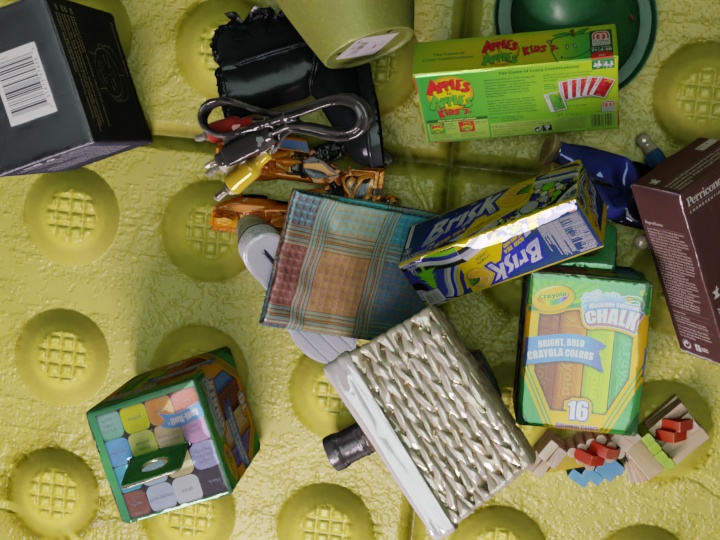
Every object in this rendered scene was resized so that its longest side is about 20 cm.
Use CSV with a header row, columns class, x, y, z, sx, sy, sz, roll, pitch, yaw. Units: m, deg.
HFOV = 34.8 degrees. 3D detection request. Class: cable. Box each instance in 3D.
class,x,y,z,sx,sy,sz,roll,pitch,yaw
cable,-0.084,-0.146,1.153,0.199,0.050,0.098,-20,91,18

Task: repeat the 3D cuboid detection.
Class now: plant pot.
class,x,y,z,sx,sy,sz,roll,pitch,yaw
plant pot,-0.024,-0.306,1.115,0.186,0.187,0.202,-19,85,8

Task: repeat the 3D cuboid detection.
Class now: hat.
class,x,y,z,sx,sy,sz,roll,pitch,yaw
hat,0.208,-0.262,1.116,0.165,0.176,0.200,-39,92,9

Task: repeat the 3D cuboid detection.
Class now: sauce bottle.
class,x,y,z,sx,sy,sz,roll,pitch,yaw
sauce bottle,0.054,0.156,1.240,0.199,0.065,0.065,-29,93,9

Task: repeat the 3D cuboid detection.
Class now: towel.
class,x,y,z,sx,sy,sz,roll,pitch,yaw
towel,0.000,0.000,1.190,0.199,0.022,0.148,9,100,-33

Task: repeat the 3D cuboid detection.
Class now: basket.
class,x,y,z,sx,sy,sz,roll,pitch,yaw
basket,0.074,0.142,1.136,0.123,0.136,0.201,-35,82,5

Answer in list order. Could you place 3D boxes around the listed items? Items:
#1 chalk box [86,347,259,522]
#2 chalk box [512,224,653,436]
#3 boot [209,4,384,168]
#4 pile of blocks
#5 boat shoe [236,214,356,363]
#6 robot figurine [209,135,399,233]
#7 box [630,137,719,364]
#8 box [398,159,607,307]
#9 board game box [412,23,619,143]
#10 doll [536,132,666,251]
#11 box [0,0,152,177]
class,x,y,z,sx,sy,sz,roll,pitch,yaw
chalk box,-0.195,0.172,1.190,0.124,0.200,0.125,-17,95,7
chalk box,0.226,0.053,1.179,0.124,0.124,0.202,4,97,5
boot,-0.066,-0.187,1.189,0.161,0.073,0.200,-11,76,1
pile of blocks,0.274,0.198,1.223,0.198,0.062,0.083,-16,95,8
boat shoe,-0.065,0.017,1.215,0.072,0.062,0.201,-30,125,2
robot figurine,-0.058,-0.079,1.225,0.198,0.058,0.146,6,100,5
box,0.350,-0.019,1.137,0.100,0.075,0.201,-33,114,-19
box,0.140,-0.033,1.137,0.199,0.070,0.064,-20,120,29
board game box,0.158,-0.186,1.159,0.198,0.102,0.048,-3,53,11
doll,0.280,-0.083,1.179,0.198,0.049,0.137,19,62,-9
box,-0.308,-0.184,1.167,0.106,0.200,0.150,-17,94,9
